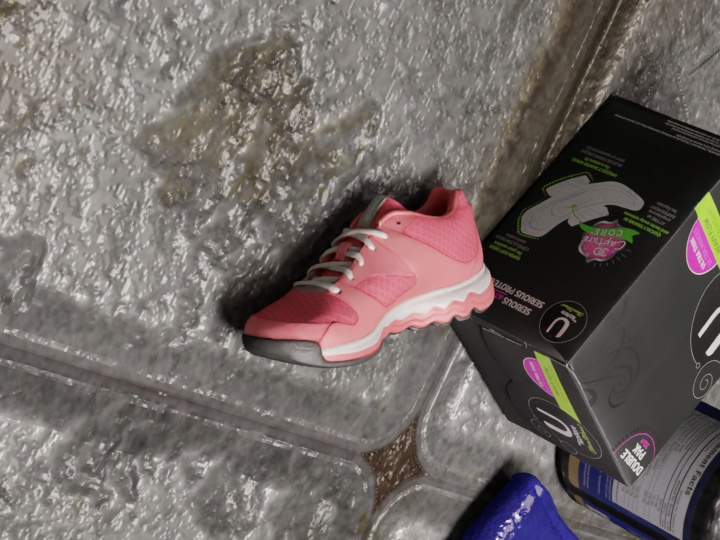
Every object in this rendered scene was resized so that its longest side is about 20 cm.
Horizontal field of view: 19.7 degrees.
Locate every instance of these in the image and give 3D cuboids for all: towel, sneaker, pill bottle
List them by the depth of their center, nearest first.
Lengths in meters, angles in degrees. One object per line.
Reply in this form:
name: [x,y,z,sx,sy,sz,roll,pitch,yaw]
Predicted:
sneaker: [0.000,0.000,1.270,0.199,0.073,0.087,-21,111,-43]
pill bottle: [0.248,0.157,1.496,0.111,0.199,0.113,-23,126,-37]
towel: [0.084,0.255,1.499,0.200,0.049,0.148,-48,130,-16]

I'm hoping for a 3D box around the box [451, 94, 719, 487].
box: [0.178,0.013,1.405,0.200,0.124,0.149,-47,136,-16]
